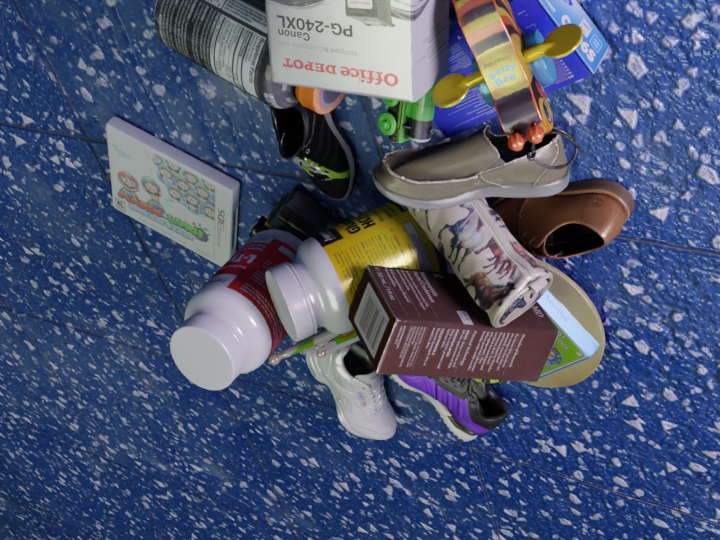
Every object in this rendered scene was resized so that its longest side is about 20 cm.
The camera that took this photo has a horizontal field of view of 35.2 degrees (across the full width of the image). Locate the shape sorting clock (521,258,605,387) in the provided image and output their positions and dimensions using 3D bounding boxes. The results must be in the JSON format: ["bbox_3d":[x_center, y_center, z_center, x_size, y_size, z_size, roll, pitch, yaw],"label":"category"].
[{"bbox_3d":[0.192,0.058,1.333,0.198,0.039,0.202,24,142,21],"label":"shape sorting clock"}]

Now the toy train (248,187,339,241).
[{"bbox_3d":[-0.046,-0.014,1.420,0.199,0.086,0.114,36,138,-4],"label":"toy train"}]

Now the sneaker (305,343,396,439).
[{"bbox_3d":[0.002,0.173,1.618,0.099,0.075,0.201,-4,132,46],"label":"sneaker"}]

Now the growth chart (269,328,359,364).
[{"bbox_3d":[-0.018,0.077,1.383,0.143,0.200,0.018,-25,82,12],"label":"growth chart"}]

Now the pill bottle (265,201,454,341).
[{"bbox_3d":[0.000,0.000,1.261,0.113,0.198,0.113,58,164,28],"label":"pill bottle"}]

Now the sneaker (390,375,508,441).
[{"bbox_3d":[0.120,0.138,1.485,0.200,0.070,0.099,43,140,-20],"label":"sneaker"}]

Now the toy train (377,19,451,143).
[{"bbox_3d":[0.054,-0.210,1.044,0.056,0.042,0.203,23,122,31],"label":"toy train"}]

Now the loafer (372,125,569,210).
[{"bbox_3d":[0.109,-0.111,1.110,0.197,0.076,0.070,-7,131,-8],"label":"loafer"}]

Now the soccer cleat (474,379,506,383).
[{"bbox_3d":[0.100,0.083,1.311,0.198,0.066,0.084,12,-165,-28],"label":"soccer cleat"}]

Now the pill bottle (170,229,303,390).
[{"bbox_3d":[-0.133,0.046,1.322,0.111,0.200,0.114,14,127,20],"label":"pill bottle"}]

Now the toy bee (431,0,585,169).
[{"bbox_3d":[0.137,-0.156,0.954,0.199,0.109,0.131,39,121,-15],"label":"toy bee"}]

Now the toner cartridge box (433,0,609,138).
[{"bbox_3d":[0.125,-0.198,1.058,0.095,0.043,0.199,47,146,-19],"label":"toner cartridge box"}]

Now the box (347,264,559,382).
[{"bbox_3d":[0.098,0.058,1.200,0.197,0.100,0.076,6,121,-27],"label":"box"}]

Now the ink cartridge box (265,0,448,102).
[{"bbox_3d":[-0.004,-0.255,0.964,0.143,0.083,0.202,11,124,21],"label":"ink cartridge box"}]

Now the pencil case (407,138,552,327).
[{"bbox_3d":[0.118,-0.036,1.167,0.201,0.077,0.090,55,158,25],"label":"pencil case"}]

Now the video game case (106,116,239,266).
[{"bbox_3d":[-0.255,-0.102,1.541,0.198,0.024,0.183,28,147,10],"label":"video game case"}]

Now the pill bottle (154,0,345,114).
[{"bbox_3d":[-0.101,-0.231,1.136,0.199,0.106,0.107,31,149,19],"label":"pill bottle"}]

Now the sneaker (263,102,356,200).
[{"bbox_3d":[-0.066,-0.144,1.261,0.071,0.083,0.201,12,141,32],"label":"sneaker"}]

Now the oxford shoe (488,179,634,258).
[{"bbox_3d":[0.186,-0.043,1.181,0.071,0.072,0.199,47,147,-23],"label":"oxford shoe"}]
